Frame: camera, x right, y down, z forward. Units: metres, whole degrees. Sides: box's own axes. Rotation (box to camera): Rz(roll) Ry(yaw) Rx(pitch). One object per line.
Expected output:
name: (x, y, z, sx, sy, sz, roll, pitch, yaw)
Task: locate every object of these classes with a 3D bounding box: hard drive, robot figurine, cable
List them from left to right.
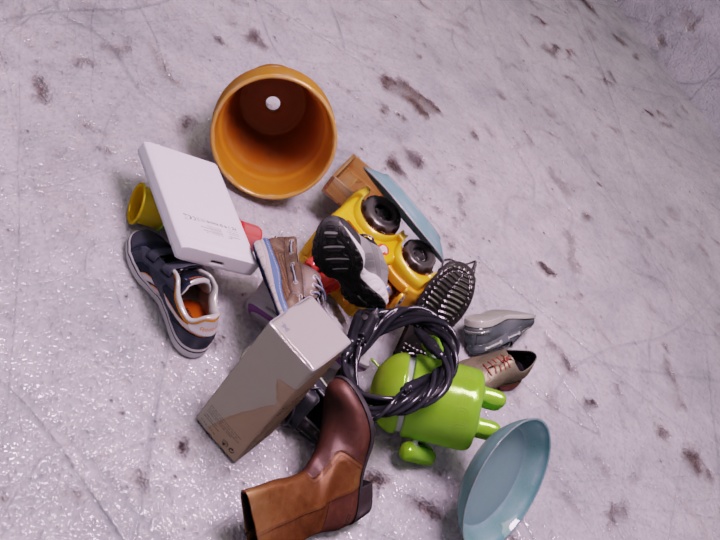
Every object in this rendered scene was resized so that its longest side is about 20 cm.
hard drive: (-0.225, -0.086, 1.304, 0.131, 0.027, 0.202, 15, 39, -45)
cable: (0.050, 0.128, 1.269, 0.160, 0.051, 0.202, 10, 43, 7)
robot figurine: (0.102, 0.183, 1.329, 0.196, 0.116, 0.179, 12, 79, 2)

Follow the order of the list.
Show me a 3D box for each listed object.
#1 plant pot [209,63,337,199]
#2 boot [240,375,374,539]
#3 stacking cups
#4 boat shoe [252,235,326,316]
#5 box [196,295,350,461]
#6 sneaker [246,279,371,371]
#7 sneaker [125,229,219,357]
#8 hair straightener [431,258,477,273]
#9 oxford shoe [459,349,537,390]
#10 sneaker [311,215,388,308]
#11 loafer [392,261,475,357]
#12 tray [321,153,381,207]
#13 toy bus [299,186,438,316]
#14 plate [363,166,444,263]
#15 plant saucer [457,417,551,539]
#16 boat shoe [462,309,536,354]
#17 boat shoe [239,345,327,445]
plant pot: (-0.140, -0.246, 1.527, 0.198, 0.202, 0.184, 26, 23, -18)
boot: (-0.072, 0.238, 1.133, 0.068, 0.192, 0.198, 12, 16, 41)
stacking cups: (-0.236, -0.066, 1.362, 0.198, 0.061, 0.061, 20, 41, -34)
boat shoe: (-0.085, 0.027, 1.261, 0.071, 0.073, 0.202, -20, 57, -8)
box: (-0.107, 0.133, 1.147, 0.078, 0.201, 0.095, 46, 37, 9)
sneaker: (-0.059, 0.068, 1.339, 0.198, 0.075, 0.101, 35, 66, -11)
sneaker: (-0.242, 0.011, 1.254, 0.078, 0.080, 0.201, -11, 59, -46)
hair straightener: (0.149, 0.008, 1.639, 0.077, 0.041, 0.199, 48, 37, 8)
oxford shoe: (0.206, 0.156, 1.513, 0.198, 0.075, 0.071, -9, 59, -46)
sneaker: (-0.011, -0.022, 1.297, 0.201, 0.073, 0.081, 57, 40, -56)
loafer: (0.101, 0.074, 1.425, 0.072, 0.202, 0.071, 34, -3, -8)
tray: (-0.001, -0.138, 1.611, 0.098, 0.037, 0.200, 40, 20, -3)
toy bus: (0.000, 0.000, 1.439, 0.200, 0.136, 0.191, 48, 40, 6)
plate: (0.076, -0.095, 1.509, 0.201, 0.025, 0.200, 50, 1, -1)
plant saucer: (0.191, 0.288, 1.297, 0.036, 0.204, 0.198, 25, 23, 38)
boat shoe: (0.239, 0.104, 1.627, 0.198, 0.072, 0.063, -5, 98, -53)
boat shoe: (-0.077, 0.171, 1.240, 0.199, 0.075, 0.062, 42, 15, -7)
